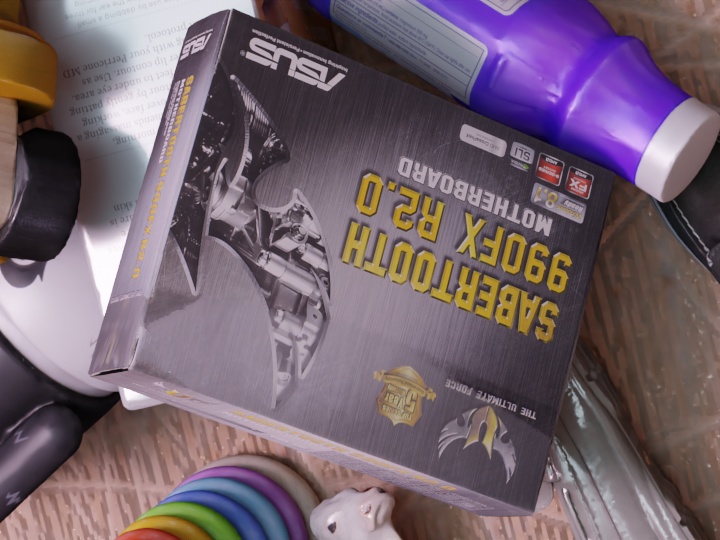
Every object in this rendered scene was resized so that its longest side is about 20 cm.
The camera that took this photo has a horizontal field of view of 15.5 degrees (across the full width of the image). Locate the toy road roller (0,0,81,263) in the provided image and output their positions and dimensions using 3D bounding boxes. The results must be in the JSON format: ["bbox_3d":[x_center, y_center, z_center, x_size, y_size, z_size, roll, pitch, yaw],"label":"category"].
[{"bbox_3d":[-0.204,-0.075,1.149,0.200,0.123,0.147,-13,71,57],"label":"toy road roller"}]

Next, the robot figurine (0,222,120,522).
[{"bbox_3d":[-0.187,0.041,1.289,0.200,0.125,0.150,-39,86,18],"label":"robot figurine"}]

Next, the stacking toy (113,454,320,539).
[{"bbox_3d":[-0.083,0.142,1.225,0.085,0.200,0.086,2,97,18],"label":"stacking toy"}]

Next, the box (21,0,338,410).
[{"bbox_3d":[-0.064,-0.051,1.220,0.106,0.152,0.201,-14,92,11],"label":"box"}]

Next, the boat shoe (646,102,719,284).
[{"bbox_3d":[0.198,0.001,1.192,0.200,0.057,0.069,47,106,10],"label":"boat shoe"}]

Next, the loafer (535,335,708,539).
[{"bbox_3d":[0.096,0.088,1.229,0.070,0.070,0.200,-31,86,10],"label":"loafer"}]

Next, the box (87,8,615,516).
[{"bbox_3d":[0.000,0.000,1.120,0.200,0.048,0.159,22,74,-24],"label":"box"}]

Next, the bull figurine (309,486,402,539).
[{"bbox_3d":[0.016,0.199,1.263,0.121,0.065,0.201,25,114,30],"label":"bull figurine"}]

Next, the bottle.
[{"bbox_3d":[0.069,-0.102,1.201,0.200,0.083,0.065,34,117,19],"label":"bottle"}]
